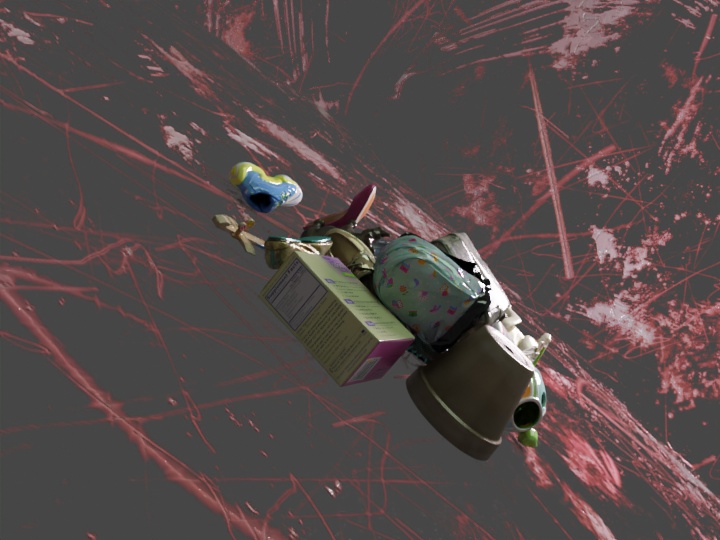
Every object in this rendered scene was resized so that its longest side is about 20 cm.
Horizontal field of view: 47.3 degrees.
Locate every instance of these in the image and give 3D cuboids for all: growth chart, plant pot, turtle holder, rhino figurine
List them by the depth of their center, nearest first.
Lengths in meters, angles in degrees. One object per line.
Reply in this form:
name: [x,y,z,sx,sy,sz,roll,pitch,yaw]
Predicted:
plant pot: [0.206,0.198,1.442,0.199,0.174,0.200,38,12,-9]
turtle holder: [0.299,0.264,1.630,0.139,0.188,0.132,1,27,-18]
rhino figurine: [-0.033,-0.064,1.662,0.197,0.061,0.088,-1,25,18]
growth chart: [0.339,0.221,1.771,0.018,0.146,0.199,34,23,25]

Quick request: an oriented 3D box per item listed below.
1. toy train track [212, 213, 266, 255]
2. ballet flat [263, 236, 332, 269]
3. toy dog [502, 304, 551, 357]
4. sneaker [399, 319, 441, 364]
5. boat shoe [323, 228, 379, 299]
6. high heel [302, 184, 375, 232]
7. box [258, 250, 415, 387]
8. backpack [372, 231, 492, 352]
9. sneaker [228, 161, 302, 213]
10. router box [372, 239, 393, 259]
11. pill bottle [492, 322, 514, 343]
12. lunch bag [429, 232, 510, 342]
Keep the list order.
toy train track: [-0.184,-0.062,1.482,0.199,0.033,0.115,28,18,-49]
ballet flat: [-0.113,-0.030,1.499,0.071,0.071,0.199,44,19,17]
toy dog: [0.320,0.175,1.976,0.199,0.195,0.140,36,-23,0]
sneaker: [0.113,0.140,1.610,0.078,0.090,0.202,93,-21,-64]
boat shoe: [0.000,0.000,1.584,0.201,0.072,0.065,50,8,2]
high heel: [-0.045,-0.125,1.738,0.096,0.201,0.067,40,39,5]
box: [-0.035,0.076,1.313,0.200,0.097,0.175,46,13,17]
backpack: [0.114,0.030,1.413,0.199,0.167,0.127,40,12,-13]
sneaker: [-0.188,-0.150,1.712,0.198,0.076,0.106,16,39,-47]
router box: [0.059,-0.014,1.732,0.196,0.063,0.150,6,19,2]
pill bottle: [0.269,0.169,1.751,0.116,0.116,0.200,49,1,34]
lunch bag: [0.192,0.031,1.576,0.167,0.139,0.202,-24,80,-52]
